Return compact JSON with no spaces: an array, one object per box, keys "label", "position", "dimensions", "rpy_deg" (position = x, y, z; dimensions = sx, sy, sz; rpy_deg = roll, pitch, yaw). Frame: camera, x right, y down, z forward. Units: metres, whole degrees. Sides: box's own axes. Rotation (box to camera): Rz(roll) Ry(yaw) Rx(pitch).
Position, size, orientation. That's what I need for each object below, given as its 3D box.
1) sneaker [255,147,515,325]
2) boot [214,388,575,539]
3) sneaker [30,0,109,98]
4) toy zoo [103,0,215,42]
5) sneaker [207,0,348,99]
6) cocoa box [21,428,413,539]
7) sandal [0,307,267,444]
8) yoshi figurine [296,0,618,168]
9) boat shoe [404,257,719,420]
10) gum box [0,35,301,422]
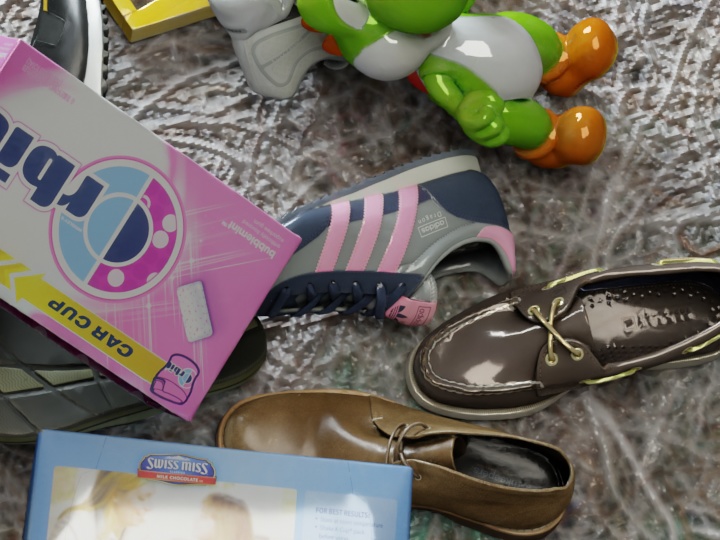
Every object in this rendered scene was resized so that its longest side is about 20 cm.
[{"label":"sneaker","position":[0.000,0.000,1.633],"dimensions":[0.199,0.070,0.082],"rpy_deg":[-24,76,-23]},{"label":"boot","position":[0.021,0.097,1.610],"dimensions":[0.199,0.075,0.074],"rpy_deg":[10,71,-3]},{"label":"sneaker","position":[-0.189,-0.084,1.647],"dimensions":[0.090,0.070,0.201],"rpy_deg":[3,72,-10]},{"label":"toy zoo","position":[-0.117,-0.221,1.733],"dimensions":[0.131,0.020,0.200],"rpy_deg":[-30,77,-17]},{"label":"sneaker","position":[-0.002,-0.167,1.710],"dimensions":[0.200,0.075,0.081],"rpy_deg":[-31,120,-30]},{"label":"cocoa box","position":[-0.079,0.170,1.539],"dimensions":[0.199,0.131,0.134],"rpy_deg":[6,70,-6]},{"label":"sandal","position":[-0.147,0.059,1.615],"dimensions":[0.200,0.057,0.080],"rpy_deg":[-6,65,-25]},{"label":"yoshi figurine","position":[0.062,-0.133,1.645],"dimensions":[0.200,0.112,0.112],"rpy_deg":[22,107,-31]},{"label":"boat shoe","position":[0.123,0.034,1.653],"dimensions":[0.199,0.060,0.072],"rpy_deg":[-10,73,-11]},{"label":"gum box","position":[-0.145,-0.025,1.512],"dimensions":[0.200,0.066,0.114],"rpy_deg":[35,81,-24]}]
